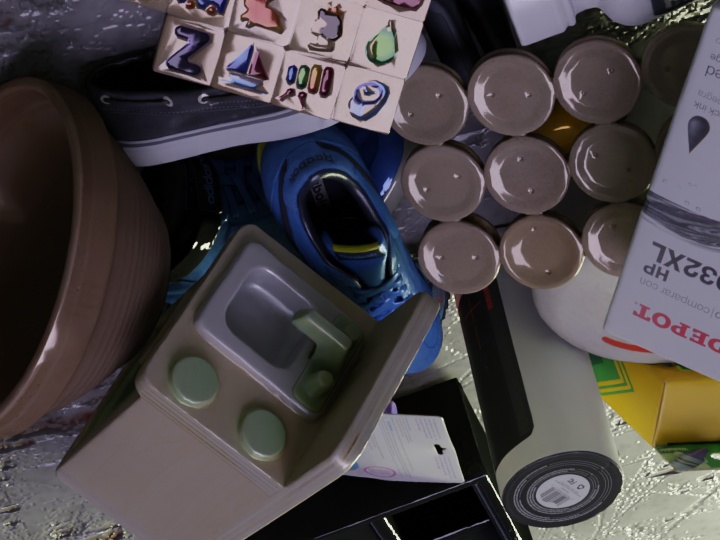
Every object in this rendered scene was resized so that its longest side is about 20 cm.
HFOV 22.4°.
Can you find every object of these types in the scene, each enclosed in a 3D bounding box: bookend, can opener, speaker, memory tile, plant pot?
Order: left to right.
[{"bbox_3d":[-0.170,-0.001,1.025,0.093,0.201,0.201,13,132,-35],"label":"plant pot"},{"bbox_3d":[0.020,0.201,1.408,0.199,0.092,0.199,-20,141,6],"label":"bookend"},{"bbox_3d":[0.048,-0.162,1.029,0.063,0.079,0.200,-50,143,-2],"label":"can opener"},{"bbox_3d":[0.113,0.066,1.199,0.081,0.200,0.081,-6,137,-5],"label":"speaker"},{"bbox_3d":[0.119,-0.060,1.029,0.199,0.017,0.154,-6,118,17],"label":"memory tile"}]

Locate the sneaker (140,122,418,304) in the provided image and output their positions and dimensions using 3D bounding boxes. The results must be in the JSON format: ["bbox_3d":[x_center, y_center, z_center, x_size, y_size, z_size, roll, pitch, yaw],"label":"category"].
[{"bbox_3d":[-0.067,-0.045,1.102,0.200,0.077,0.111,-29,149,24],"label":"sneaker"}]

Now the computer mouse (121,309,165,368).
[{"bbox_3d":[-0.111,0.056,1.161,0.199,0.034,0.059,13,135,19],"label":"computer mouse"}]

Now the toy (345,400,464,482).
[{"bbox_3d":[-0.031,0.104,1.276,0.199,0.047,0.115,0,152,12],"label":"toy"}]

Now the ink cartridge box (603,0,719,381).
[{"bbox_3d":[0.227,-0.036,0.940,0.145,0.084,0.200,24,125,15],"label":"ink cartridge box"}]

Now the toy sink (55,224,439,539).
[{"bbox_3d":[-0.070,0.064,1.027,0.112,0.131,0.200,39,142,-11],"label":"toy sink"}]

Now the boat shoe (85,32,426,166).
[{"bbox_3d":[-0.064,-0.116,1.018,0.199,0.070,0.066,-11,131,24],"label":"boat shoe"}]

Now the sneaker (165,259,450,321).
[{"bbox_3d":[-0.039,0.031,1.201,0.199,0.079,0.096,-18,139,1],"label":"sneaker"}]

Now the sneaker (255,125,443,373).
[{"bbox_3d":[0.000,0.000,1.064,0.066,0.078,0.200,-29,125,-1],"label":"sneaker"}]

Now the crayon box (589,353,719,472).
[{"bbox_3d":[0.229,0.070,1.245,0.125,0.200,0.052,0,111,-20],"label":"crayon box"}]

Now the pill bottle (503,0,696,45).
[{"bbox_3d":[0.162,-0.200,0.969,0.200,0.120,0.120,-22,140,7],"label":"pill bottle"}]

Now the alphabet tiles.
[{"bbox_3d":[-0.057,-0.171,0.943,0.199,0.008,0.168,15,115,-7],"label":"alphabet tiles"}]

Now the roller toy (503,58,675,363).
[{"bbox_3d":[0.189,-0.041,1.148,0.199,0.140,0.183,-4,145,0],"label":"roller toy"}]
